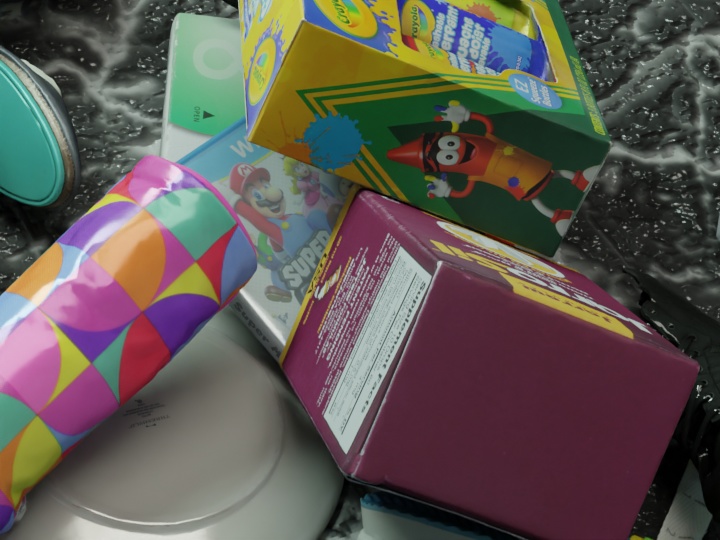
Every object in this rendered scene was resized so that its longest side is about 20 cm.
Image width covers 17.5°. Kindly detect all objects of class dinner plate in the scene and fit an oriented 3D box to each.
[{"bbox_3d":[-0.104,0.078,1.153,0.199,0.024,0.201,6,47,-6],"label":"dinner plate"}]

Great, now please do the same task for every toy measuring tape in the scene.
[{"bbox_3d":[0.147,0.137,1.121,0.073,0.074,0.200,24,49,10],"label":"toy measuring tape"}]

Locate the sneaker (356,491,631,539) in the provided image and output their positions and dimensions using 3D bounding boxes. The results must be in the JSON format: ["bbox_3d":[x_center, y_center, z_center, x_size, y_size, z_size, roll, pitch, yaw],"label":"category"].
[{"bbox_3d":[0.084,0.159,1.046,0.199,0.081,0.076,16,13,35],"label":"sneaker"}]

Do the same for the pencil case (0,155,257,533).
[{"bbox_3d":[-0.137,0.037,1.099,0.088,0.088,0.200,37,73,21],"label":"pencil case"}]

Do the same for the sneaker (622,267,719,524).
[{"bbox_3d":[0.160,0.059,1.164,0.104,0.060,0.200,29,20,2],"label":"sneaker"}]

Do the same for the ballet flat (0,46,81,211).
[{"bbox_3d":[-0.204,-0.100,1.261,0.200,0.073,0.073,34,50,26],"label":"ballet flat"}]

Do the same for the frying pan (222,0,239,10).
[{"bbox_3d":[0.008,-0.132,1.320,0.190,0.031,0.115,43,41,4],"label":"frying pan"}]

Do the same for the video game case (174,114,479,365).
[{"bbox_3d":[0.000,0.000,1.205,0.143,0.018,0.200,-37,83,-35],"label":"video game case"}]

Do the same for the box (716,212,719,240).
[{"bbox_3d":[0.320,-0.015,1.258,0.176,0.097,0.200,-13,41,-22],"label":"box"}]

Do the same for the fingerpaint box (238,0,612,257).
[{"bbox_3d":[0.027,-0.109,1.190,0.166,0.074,0.200,21,25,-14],"label":"fingerpaint box"}]

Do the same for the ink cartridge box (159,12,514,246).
[{"bbox_3d":[-0.010,-0.061,1.281,0.199,0.050,0.162,4,48,-5],"label":"ink cartridge box"}]

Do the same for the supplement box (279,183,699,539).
[{"bbox_3d":[0.050,0.042,1.066,0.130,0.104,0.200,22,7,-15],"label":"supplement box"}]
